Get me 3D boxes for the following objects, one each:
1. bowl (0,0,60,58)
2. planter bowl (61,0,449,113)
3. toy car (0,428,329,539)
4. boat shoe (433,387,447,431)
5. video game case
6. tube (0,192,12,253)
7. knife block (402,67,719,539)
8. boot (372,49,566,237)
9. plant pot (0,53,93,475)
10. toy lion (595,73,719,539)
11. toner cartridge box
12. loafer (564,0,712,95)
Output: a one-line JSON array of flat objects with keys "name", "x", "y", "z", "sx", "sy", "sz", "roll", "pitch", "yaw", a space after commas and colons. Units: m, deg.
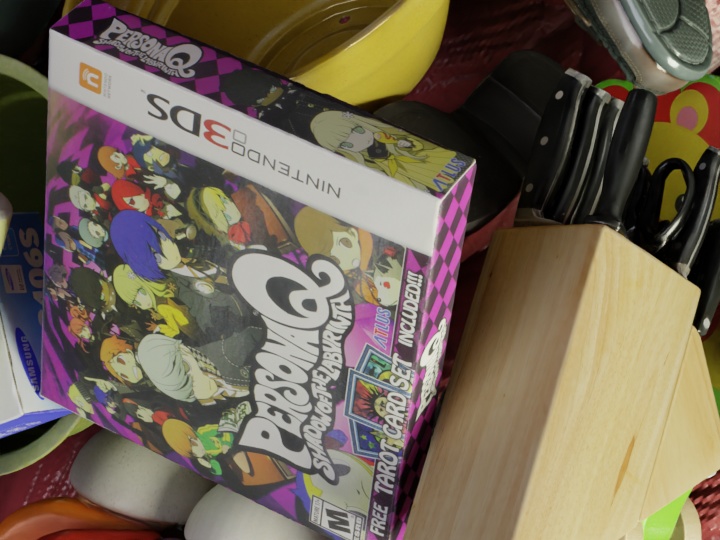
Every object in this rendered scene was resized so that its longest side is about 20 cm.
[{"name": "bowl", "x": -0.256, "y": -0.161, "z": 1.334, "sx": 0.201, "sy": 0.200, "sz": 0.105, "roll": -56, "pitch": 17, "yaw": 24}, {"name": "planter bowl", "x": -0.025, "y": -0.115, "z": 1.104, "sx": 0.200, "sy": 0.084, "sz": 0.201, "roll": -17, "pitch": 42, "yaw": 16}, {"name": "toy car", "x": -0.112, "y": 0.178, "z": 1.271, "sx": 0.199, "sy": 0.150, "sz": 0.176, "roll": 22, "pitch": 104, "yaw": 35}, {"name": "boat shoe", "x": 0.026, "y": 0.143, "z": 1.199, "sx": 0.060, "sy": 0.074, "sz": 0.201, "roll": 8, "pitch": 113, "yaw": -7}, {"name": "video game case", "x": -0.049, "y": 0.007, "z": 1.031, "sx": 0.181, "sy": 0.036, "sz": 0.201, "roll": 25, "pitch": 133, "yaw": 19}, {"name": "tube", "x": -0.205, "y": 0.053, "z": 1.117, "sx": 0.058, "sy": 0.052, "sz": 0.201, "roll": -108, "pitch": 35, "yaw": -65}, {"name": "knife block", "x": 0.082, "y": 0.018, "z": 1.035, "sx": 0.064, "sy": 0.200, "sz": 0.176, "roll": -2, "pitch": 109, "yaw": 47}, {"name": "boot", "x": 0.000, "y": 0.000, "z": 1.143, "sx": 0.068, "sy": 0.188, "sz": 0.200, "roll": 40, "pitch": 126, "yaw": 3}, {"name": "plant pot", "x": -0.129, "y": -0.004, "z": 1.256, "sx": 0.199, "sy": 0.190, "sz": 0.201, "roll": 1, "pitch": 91, "yaw": 37}, {"name": "toy lion", "x": 0.130, "y": 0.016, "z": 1.144, "sx": 0.200, "sy": 0.068, "sz": 0.192, "roll": -49, "pitch": 56, "yaw": 28}, {"name": "toner cartridge box", "x": -0.223, "y": 0.046, "z": 1.183, "sx": 0.199, "sy": 0.043, "sz": 0.095, "roll": -21, "pitch": 80, "yaw": 36}, {"name": "loafer", "x": 0.101, "y": -0.158, "z": 1.152, "sx": 0.063, "sy": 0.072, "sz": 0.201, "roll": -36, "pitch": 59, "yaw": 33}]
